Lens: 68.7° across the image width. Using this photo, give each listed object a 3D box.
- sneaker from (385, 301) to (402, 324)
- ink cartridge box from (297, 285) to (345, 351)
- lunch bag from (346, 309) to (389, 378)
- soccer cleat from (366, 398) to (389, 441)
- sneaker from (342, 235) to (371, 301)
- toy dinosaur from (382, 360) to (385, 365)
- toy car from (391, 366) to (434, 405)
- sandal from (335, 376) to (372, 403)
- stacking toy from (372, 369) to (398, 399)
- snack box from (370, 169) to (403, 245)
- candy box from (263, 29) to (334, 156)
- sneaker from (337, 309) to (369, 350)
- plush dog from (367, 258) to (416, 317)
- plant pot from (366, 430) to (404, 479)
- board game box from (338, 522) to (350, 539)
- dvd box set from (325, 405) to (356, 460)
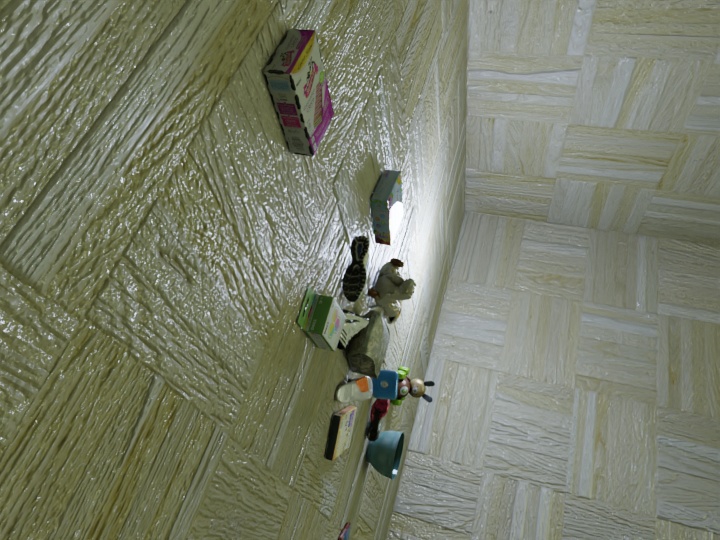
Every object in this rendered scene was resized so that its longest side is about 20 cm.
[{"bbox_3d":[0.141,0.124,2.166,0.090,0.074,0.203,-59,153,-62],"label":"sneaker"},{"bbox_3d":[-0.099,0.130,1.387,0.201,0.058,0.105,67,36,-61],"label":"ink cartridge box"},{"bbox_3d":[0.027,0.246,1.779,0.201,0.116,0.166,83,24,-56],"label":"lunch bag"},{"bbox_3d":[0.069,0.618,2.223,0.086,0.069,0.203,4,104,-86],"label":"soccer cleat"},{"bbox_3d":[0.000,0.000,1.617,0.089,0.077,0.203,45,56,-67],"label":"sneaker"},{"bbox_3d":[0.060,0.351,2.049,0.101,0.057,0.203,10,89,-72],"label":"toy dinosaur"},{"bbox_3d":[0.268,0.592,2.635,0.158,0.197,0.167,-15,113,-72],"label":"toy car"},{"bbox_3d":[-0.032,0.403,1.786,0.205,0.059,0.080,7,81,-53],"label":"sandal"},{"bbox_3d":[0.102,0.479,2.219,0.200,0.108,0.118,75,19,-78],"label":"stacking toy"},{"bbox_3d":[0.095,-0.219,1.830,0.202,0.067,0.170,83,23,-46],"label":"snack box"},{"bbox_3d":[-0.116,-0.352,1.056,0.201,0.060,0.138,74,30,-54],"label":"candy box"},{"bbox_3d":[-0.044,0.184,1.614,0.200,0.075,0.117,26,83,-65],"label":"sneaker"},{"bbox_3d":[0.103,0.047,1.946,0.201,0.159,0.173,122,-19,-45],"label":"plush dog"},{"bbox_3d":[0.104,0.796,2.312,0.200,0.132,0.203,10,90,-73],"label":"plant pot"},{"bbox_3d":[-0.074,1.129,2.102,0.103,0.019,0.203,-21,119,-73],"label":"board game box"},{"bbox_3d":[-0.064,0.548,1.789,0.200,0.029,0.149,18,82,-74],"label":"dvd box set"}]
